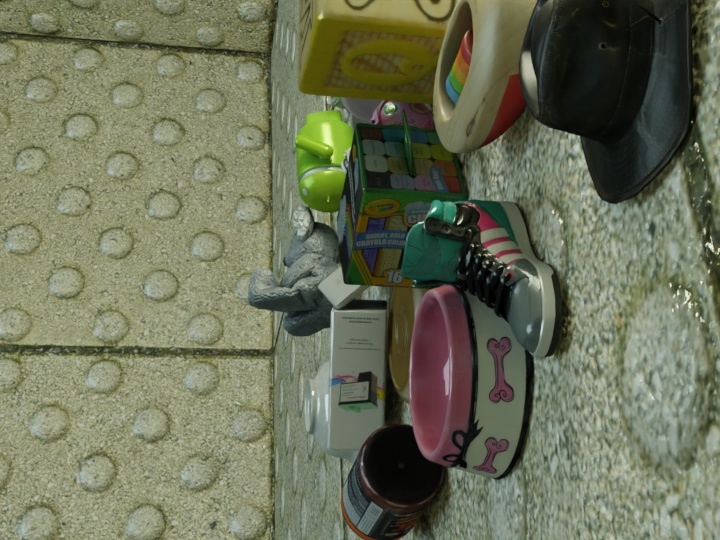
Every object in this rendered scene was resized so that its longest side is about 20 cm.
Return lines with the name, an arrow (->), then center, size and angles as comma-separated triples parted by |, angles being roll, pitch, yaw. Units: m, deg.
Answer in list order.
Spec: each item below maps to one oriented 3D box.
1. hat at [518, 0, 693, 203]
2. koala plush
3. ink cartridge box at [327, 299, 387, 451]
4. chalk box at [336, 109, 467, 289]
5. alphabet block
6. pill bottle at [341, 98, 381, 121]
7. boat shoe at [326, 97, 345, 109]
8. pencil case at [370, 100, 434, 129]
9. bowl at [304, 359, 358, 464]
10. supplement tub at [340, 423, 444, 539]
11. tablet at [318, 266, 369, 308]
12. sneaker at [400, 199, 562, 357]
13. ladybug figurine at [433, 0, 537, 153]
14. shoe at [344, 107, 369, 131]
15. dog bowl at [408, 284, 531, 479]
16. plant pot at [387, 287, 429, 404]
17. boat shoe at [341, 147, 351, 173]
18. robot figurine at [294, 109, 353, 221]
hat -> 0.155, -0.149, 0.654 | 0.201, 0.080, 0.203 | -178, 90, -79
koala plush -> -0.087, -0.006, 1.762 | 0.177, 0.182, 0.202 | 43, -136, -45
ink cartridge box -> -0.003, 0.150, 1.388 | 0.145, 0.083, 0.203 | -74, -14, -85
chalk box -> 0.049, -0.092, 1.118 | 0.201, 0.122, 0.126 | 104, 165, -45
alphabet block -> 0.031, -0.324, 1.074 | 0.196, 0.193, 0.203 | 124, 148, -74
pill bottle -> 0.021, -0.319, 1.342 | 0.113, 0.111, 0.202 | 106, 163, -53
boat shoe -> -0.034, -0.367, 1.723 | 0.202, 0.085, 0.075 | 114, 156, -65
pencil case -> 0.039, -0.161, 1.290 | 0.200, 0.086, 0.088 | 115, 155, -67
bowl -> -0.050, 0.242, 1.682 | 0.201, 0.089, 0.204 | -177, 90, -79
supplement tub -> 0.033, 0.274, 1.173 | 0.201, 0.106, 0.108 | 108, 161, -58
tablet -> 0.000, 0.000, 1.410 | 0.014, 0.130, 0.200 | 54, 176, -12
sneaker -> 0.097, -0.001, 0.829 | 0.201, 0.119, 0.084 | -104, 19, -55
ladybug figurine -> 0.120, -0.187, 0.880 | 0.200, 0.071, 0.137 | 113, 156, -62
shoe -> 0.004, -0.327, 1.540 | 0.091, 0.071, 0.202 | -112, 21, -53
dog bowl -> 0.100, 0.102, 0.928 | 0.200, 0.073, 0.203 | -178, 90, -80
plant pot -> 0.065, 0.081, 1.254 | 0.200, 0.027, 0.203 | -178, 90, -79
boat shoe -> 0.005, -0.170, 1.512 | 0.201, 0.069, 0.072 | 106, 163, -54
robot figurine -> -0.061, -0.198, 1.753 | 0.176, 0.114, 0.202 | 75, -170, -65
